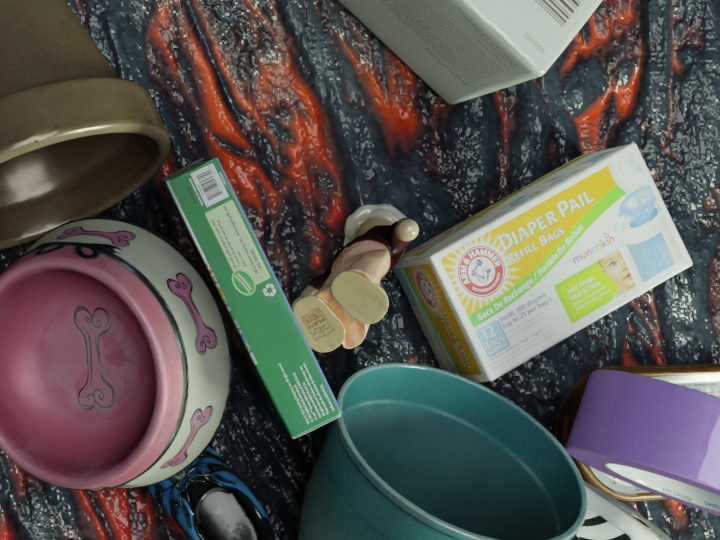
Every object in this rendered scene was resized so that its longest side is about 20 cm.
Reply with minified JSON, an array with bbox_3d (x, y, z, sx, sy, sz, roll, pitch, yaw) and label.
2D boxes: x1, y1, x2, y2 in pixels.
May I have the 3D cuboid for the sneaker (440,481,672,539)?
[{"bbox_3d":[0.155,0.218,1.562,0.199,0.073,0.112,33,94,9],"label":"sneaker"}]

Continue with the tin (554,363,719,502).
[{"bbox_3d":[0.258,0.133,1.630,0.198,0.042,0.113,-2,84,-17],"label":"tin"}]

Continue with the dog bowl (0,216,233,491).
[{"bbox_3d":[-0.194,0.066,1.413,0.199,0.074,0.202,5,102,24],"label":"dog bowl"}]

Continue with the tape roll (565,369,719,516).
[{"bbox_3d":[0.260,0.140,1.506,0.199,0.200,0.066,22,81,-15],"label":"tape roll"}]

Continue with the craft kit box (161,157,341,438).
[{"bbox_3d":[-0.084,0.014,1.443,0.048,0.198,0.201,-26,95,-2],"label":"craft kit box"}]

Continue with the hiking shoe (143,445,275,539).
[{"bbox_3d":[-0.129,0.149,1.481,0.200,0.087,0.074,45,76,-11],"label":"hiking shoe"}]

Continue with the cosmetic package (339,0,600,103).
[{"bbox_3d":[0.091,-0.249,1.500,0.165,0.200,0.165,41,77,-12],"label":"cosmetic package"}]

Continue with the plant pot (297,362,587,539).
[{"bbox_3d":[0.039,0.205,1.464,0.199,0.201,0.189,18,118,-16],"label":"plant pot"}]

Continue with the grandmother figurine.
[{"bbox_3d":[0.000,0.000,1.487,0.121,0.200,0.061,-24,103,20],"label":"grandmother figurine"}]

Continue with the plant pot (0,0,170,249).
[{"bbox_3d":[-0.256,-0.131,1.416,0.199,0.200,0.176,-18,76,-17],"label":"plant pot"}]

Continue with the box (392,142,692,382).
[{"bbox_3d":[0.141,-0.006,1.564,0.199,0.101,0.113,-29,96,-16],"label":"box"}]
